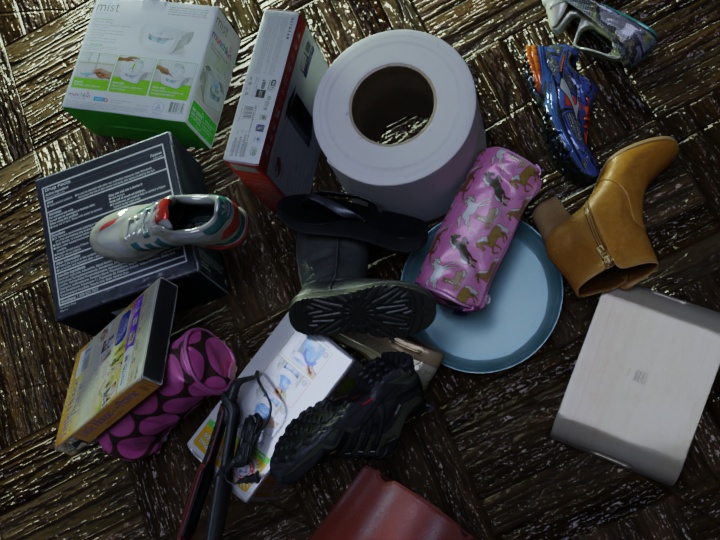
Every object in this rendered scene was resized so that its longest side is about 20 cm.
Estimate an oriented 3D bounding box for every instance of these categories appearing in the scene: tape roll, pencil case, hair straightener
[{"bbox_3d":[0.053,-0.175,1.058,0.200,0.139,0.205,-4,73,12],"label":"tape roll"},{"bbox_3d":[0.142,-0.048,1.002,0.086,0.083,0.202,30,80,-24],"label":"pencil case"},{"bbox_3d":[-0.136,0.210,0.934,0.076,0.041,0.202,13,77,17],"label":"hair straightener"},{"bbox_3d":[-0.230,0.153,1.020,0.200,0.093,0.091,-39,24,32],"label":"pencil case"}]

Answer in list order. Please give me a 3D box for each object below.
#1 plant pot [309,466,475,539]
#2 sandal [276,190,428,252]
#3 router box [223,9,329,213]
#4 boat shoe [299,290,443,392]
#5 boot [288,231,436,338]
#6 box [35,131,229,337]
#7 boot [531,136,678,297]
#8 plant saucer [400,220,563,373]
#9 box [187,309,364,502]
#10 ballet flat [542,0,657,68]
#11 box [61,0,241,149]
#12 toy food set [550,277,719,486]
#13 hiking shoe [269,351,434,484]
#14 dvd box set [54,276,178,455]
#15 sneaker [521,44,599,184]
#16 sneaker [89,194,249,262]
[{"bbox_3d":[0.014,0.332,0.901,0.199,0.201,0.196,29,75,20],"label":"plant pot"},{"bbox_3d":[-0.009,-0.070,1.019,0.198,0.043,0.076,12,32,24],"label":"sandal"},{"bbox_3d":[-0.096,-0.194,1.079,0.048,0.180,0.203,9,77,16],"label":"router box"},{"bbox_3d":[0.013,0.067,1.026,0.199,0.071,0.065,36,102,18],"label":"boat shoe"},{"bbox_3d":[0.001,-0.002,1.013,0.179,0.201,0.073,3,117,4],"label":"boot"},{"bbox_3d":[-0.297,-0.043,1.115,0.198,0.123,0.201,-18,72,6],"label":"box"},{"bbox_3d":[0.308,-0.057,0.972,0.200,0.071,0.145,-30,48,5],"label":"boot"},{"bbox_3d":[0.147,0.027,1.035,0.197,0.027,0.203,-4,73,14],"label":"plant saucer"},{"bbox_3d":[-0.092,0.164,1.008,0.101,0.113,0.201,37,86,19],"label":"box"},{"bbox_3d":[0.282,-0.323,1.084,0.072,0.072,0.200,-46,68,-2],"label":"ballet flat"},{"bbox_3d":[-0.293,-0.281,1.198,0.197,0.097,0.179,8,76,16],"label":"box"},{"bbox_3d":[0.315,0.121,0.956,0.142,0.060,0.202,20,88,18],"label":"toy food set"},{"bbox_3d":[-0.004,0.182,0.927,0.199,0.076,0.101,-36,110,-14],"label":"hiking shoe"},{"bbox_3d":[-0.294,0.117,1.019,0.199,0.029,0.147,-37,37,32],"label":"dvd box set"},{"bbox_3d":[0.261,-0.201,1.050,0.077,0.075,0.202,-16,73,5],"label":"sneaker"},{"bbox_3d":[-0.235,-0.059,0.992,0.197,0.093,0.071,-5,72,9],"label":"sneaker"}]
